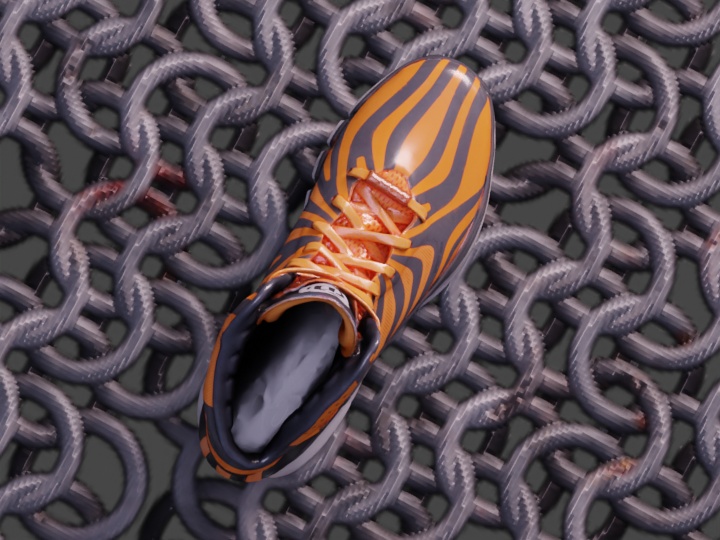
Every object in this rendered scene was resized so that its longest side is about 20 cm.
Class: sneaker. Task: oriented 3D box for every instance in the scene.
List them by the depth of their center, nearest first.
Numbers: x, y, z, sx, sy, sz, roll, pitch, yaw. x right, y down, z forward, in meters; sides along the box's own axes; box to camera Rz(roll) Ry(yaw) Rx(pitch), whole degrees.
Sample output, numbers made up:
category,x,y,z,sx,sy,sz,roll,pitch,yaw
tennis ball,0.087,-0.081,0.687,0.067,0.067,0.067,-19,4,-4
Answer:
category,x,y,z,sx,sy,sz,roll,pitch,yaw
sneaker,0.000,0.000,1.140,0.077,0.112,0.200,27,86,-1
